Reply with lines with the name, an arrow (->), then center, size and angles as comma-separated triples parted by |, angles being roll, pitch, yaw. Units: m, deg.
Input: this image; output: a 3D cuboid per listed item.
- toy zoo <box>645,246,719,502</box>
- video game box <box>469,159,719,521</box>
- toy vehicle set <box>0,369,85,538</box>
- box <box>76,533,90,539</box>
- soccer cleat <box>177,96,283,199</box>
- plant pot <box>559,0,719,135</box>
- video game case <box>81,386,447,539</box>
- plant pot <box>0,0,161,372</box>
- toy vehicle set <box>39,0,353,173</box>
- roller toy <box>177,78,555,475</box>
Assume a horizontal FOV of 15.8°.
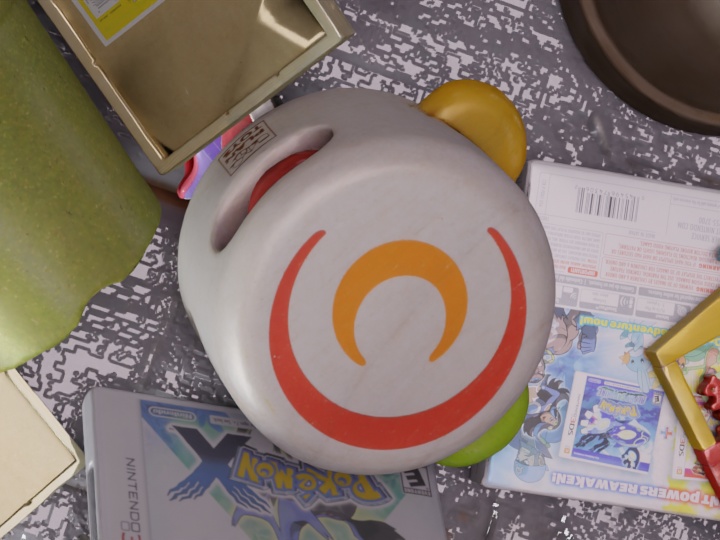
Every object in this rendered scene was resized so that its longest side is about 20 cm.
toy zoo -> 0.244, 0.075, 1.431 | 0.131, 0.020, 0.201 | -28, 95, -9
video game box -> 0.172, 0.044, 1.452 | 0.199, 0.047, 0.183 | 9, 86, -9
toy vehicle set -> -0.255, 0.066, 1.393 | 0.124, 0.027, 0.200 | -39, 95, -7
box -> -0.075, 0.231, 1.382 | 0.199, 0.101, 0.113 | 22, 86, -8
soccer cleat -> -0.116, -0.134, 1.398 | 0.073, 0.068, 0.201 | -34, 98, -8
plant pot -> 0.222, -0.177, 1.398 | 0.199, 0.174, 0.201 | 0, 89, -10
video game case -> -0.044, 0.149, 1.352 | 0.199, 0.022, 0.183 | 10, 45, -21
plant pot -> -0.206, -0.055, 1.318 | 0.200, 0.200, 0.184 | -43, 111, -7
toy vehicle set -> -0.110, -0.167, 1.342 | 0.124, 0.027, 0.200 | -34, 92, 17
roller toy -> 0.000, 0.000, 1.367 | 0.181, 0.140, 0.201 | 0, 108, -16
